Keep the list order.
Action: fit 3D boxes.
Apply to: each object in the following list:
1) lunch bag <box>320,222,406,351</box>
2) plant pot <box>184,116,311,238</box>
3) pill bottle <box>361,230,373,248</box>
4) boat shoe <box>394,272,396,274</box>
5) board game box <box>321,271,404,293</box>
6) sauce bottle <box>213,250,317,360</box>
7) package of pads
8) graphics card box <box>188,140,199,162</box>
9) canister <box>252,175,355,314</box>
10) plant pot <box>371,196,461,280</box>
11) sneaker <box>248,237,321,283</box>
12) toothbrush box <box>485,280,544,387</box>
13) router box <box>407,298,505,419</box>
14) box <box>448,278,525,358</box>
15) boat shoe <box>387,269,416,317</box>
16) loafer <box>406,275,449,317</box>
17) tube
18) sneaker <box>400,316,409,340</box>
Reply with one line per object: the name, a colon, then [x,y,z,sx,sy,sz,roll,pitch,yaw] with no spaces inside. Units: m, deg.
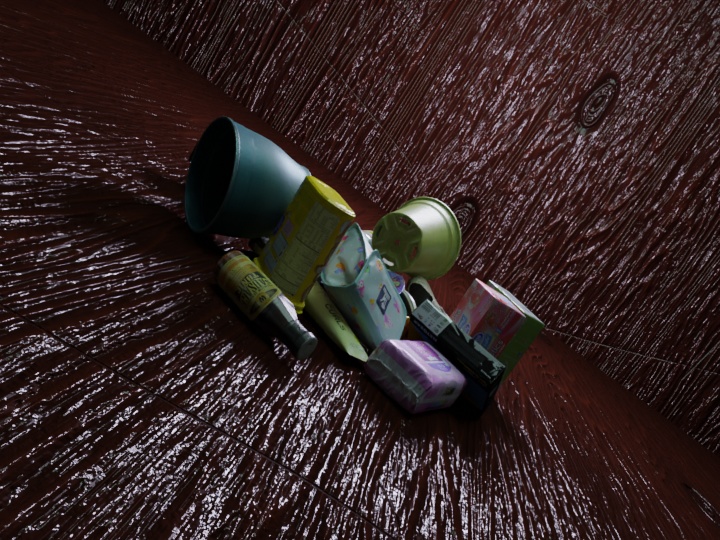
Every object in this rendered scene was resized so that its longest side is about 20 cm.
lunch bag: [0.002,0.038,1.246,0.173,0.120,0.201,62,1,-30]
plant pot: [-0.192,-0.146,1.238,0.184,0.204,0.200,15,21,-37]
pill bottle: [-0.003,-0.040,1.665,0.112,0.114,0.200,36,11,10]
boat shoe: [0.079,0.075,1.583,0.058,0.074,0.203,-14,35,-8]
board game box: [0.000,0.000,1.466,0.196,0.040,0.157,22,30,27]
sauce bottle: [-0.139,0.051,1.011,0.199,0.067,0.066,40,12,27]
package of pads: [0.098,0.178,1.177,0.120,0.076,0.199,42,13,24]
graphics card box: [-0.256,-0.194,1.459,0.198,0.052,0.125,21,18,-48]
canister: [-0.101,-0.043,1.157,0.085,0.203,0.149,26,13,-29]
plant pot: [0.118,-0.070,1.618,0.199,0.203,0.183,38,20,19]
sneaker: [-0.128,-0.052,1.349,0.197,0.116,0.076,22,14,-42]
toothbrush box: [0.297,0.152,1.555,0.085,0.203,0.146,27,13,-35]
router box: [0.175,0.170,1.304,0.199,0.051,0.151,41,-27,25]
box: [0.237,0.137,1.434,0.101,0.203,0.095,28,12,-27]
boat shoe: [0.076,0.071,1.484,0.201,0.061,0.076,54,-15,49]
loafer: [0.157,0.106,1.570,0.203,0.075,0.068,58,17,14]
tube: [-0.051,0.086,1.186,0.057,0.053,0.201,-16,46,-29]
sneaker: [0.062,0.095,1.390,0.072,0.078,0.200,30,2,-16]
